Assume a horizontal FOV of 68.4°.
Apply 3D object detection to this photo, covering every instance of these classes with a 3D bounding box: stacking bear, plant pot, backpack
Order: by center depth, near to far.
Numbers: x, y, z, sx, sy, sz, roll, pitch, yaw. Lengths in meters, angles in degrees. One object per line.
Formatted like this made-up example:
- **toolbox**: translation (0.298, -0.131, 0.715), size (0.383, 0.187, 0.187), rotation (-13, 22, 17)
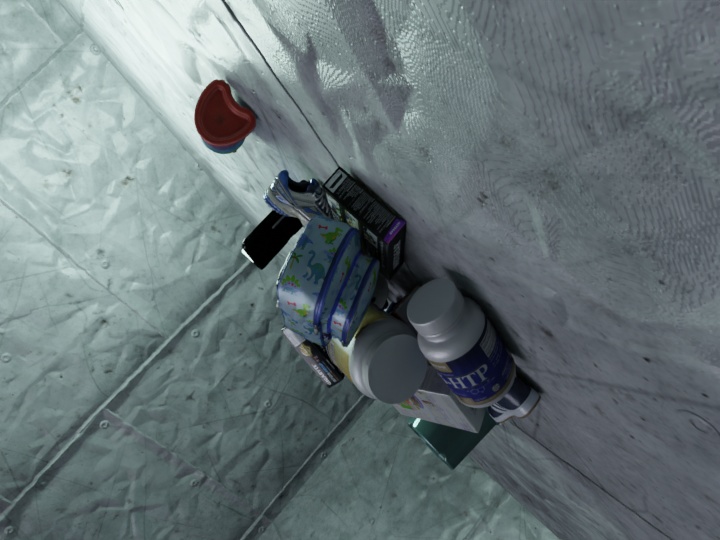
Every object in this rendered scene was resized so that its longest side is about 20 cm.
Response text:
- **backpack**: translation (-0.049, 0.018, 0.883), size (0.143, 0.188, 0.201), rotation (20, 159, 12)
- **stacking bear**: translation (-0.293, -0.306, 1.146), size (0.122, 0.114, 0.200), rotation (46, 175, -8)
- **plant pot**: translation (0.222, 0.333, 1.234), size (0.200, 0.197, 0.201), rotation (42, 169, 10)

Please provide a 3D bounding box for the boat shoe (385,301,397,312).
- **boat shoe**: translation (0.096, 0.123, 1.330), size (0.068, 0.086, 0.200), rotation (34, -176, 11)

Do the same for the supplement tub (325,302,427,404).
- **supplement tub**: translation (0.026, 0.149, 0.989), size (0.145, 0.145, 0.199), rotation (49, 171, -25)

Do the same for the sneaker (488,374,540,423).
- **sneaker**: translation (0.260, 0.225, 1.008), size (0.108, 0.070, 0.201), rotation (40, 164, 9)

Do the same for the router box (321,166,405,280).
- **router box**: translation (0.010, -0.074, 0.927), size (0.148, 0.051, 0.201), rotation (42, 169, 14)

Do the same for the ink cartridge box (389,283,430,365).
- **ink cartridge box**: translation (0.129, 0.120, 1.101), size (0.144, 0.084, 0.200), rotation (45, 169, 4)

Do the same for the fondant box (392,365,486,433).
- **fondant box**: translation (0.136, 0.250, 1.071), size (0.195, 0.059, 0.145), rotation (0, 140, 41)

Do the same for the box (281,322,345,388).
- **box**: translation (-0.073, 0.122, 1.136), size (0.160, 0.045, 0.202), rotation (51, -150, -15)

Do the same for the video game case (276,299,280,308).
- **video game case**: translation (-0.119, 0.090, 1.398), size (0.194, 0.018, 0.144), rotation (23, -156, -9)

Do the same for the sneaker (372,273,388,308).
- **sneaker**: translation (0.000, 0.000, 1.208), size (0.112, 0.072, 0.204), rotation (42, 156, 41)

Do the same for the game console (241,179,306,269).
- **game console**: translation (-0.200, -0.118, 1.200), size (0.116, 0.201, 0.177), rotation (38, 169, 21)

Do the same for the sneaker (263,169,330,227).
- **sneaker**: translation (-0.095, -0.133, 1.070), size (0.195, 0.086, 0.078), rotation (26, -154, -16)

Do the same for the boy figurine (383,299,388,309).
- **boy figurine**: translation (0.033, 0.088, 1.396), size (0.200, 0.062, 0.129), rotation (99, 159, -80)

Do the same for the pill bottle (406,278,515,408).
- **pill bottle**: translation (0.159, 0.115, 0.853), size (0.201, 0.120, 0.119), rotation (51, 168, -29)
